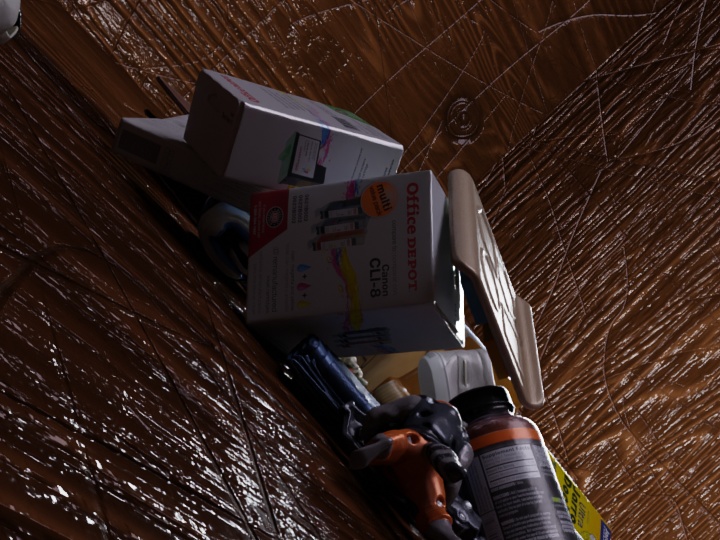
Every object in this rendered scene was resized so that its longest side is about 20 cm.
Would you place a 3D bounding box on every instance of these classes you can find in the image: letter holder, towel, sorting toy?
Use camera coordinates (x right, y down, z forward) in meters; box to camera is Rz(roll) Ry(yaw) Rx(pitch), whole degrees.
[{"bbox_3d":[-0.229,-0.148,1.369,0.200,0.100,0.142,48,1,27],"label":"letter holder"},{"bbox_3d":[0.004,0.149,0.970,0.200,0.048,0.112,48,0,-3],"label":"towel"},{"bbox_3d":[0.133,0.019,1.044,0.201,0.036,0.186,60,19,-30],"label":"sorting toy"}]

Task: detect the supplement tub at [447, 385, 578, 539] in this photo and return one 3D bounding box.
[{"bbox_3d":[0.141,0.216,0.980,0.107,0.106,0.202,49,22,-55],"label":"supplement tub"}]

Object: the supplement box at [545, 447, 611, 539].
[{"bbox_3d":[0.219,0.319,1.286,0.201,0.109,0.109,50,33,-17],"label":"supplement box"}]

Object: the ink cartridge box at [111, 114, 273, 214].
[{"bbox_3d":[-0.161,-0.125,1.182,0.198,0.045,0.176,25,15,11],"label":"ink cartridge box"}]

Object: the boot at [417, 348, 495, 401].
[{"bbox_3d":[0.131,0.195,1.215,0.073,0.094,0.203,172,-88,-72],"label":"boot"}]

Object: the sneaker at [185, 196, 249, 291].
[{"bbox_3d":[-0.115,0.003,1.159,0.201,0.080,0.147,52,6,-19],"label":"sneaker"}]

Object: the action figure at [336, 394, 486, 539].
[{"bbox_3d":[0.071,0.173,0.842,0.200,0.105,0.194,43,16,-3],"label":"action figure"}]

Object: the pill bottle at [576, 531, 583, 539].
[{"bbox_3d":[0.200,0.328,1.154,0.200,0.111,0.111,49,-1,-30],"label":"pill bottle"}]

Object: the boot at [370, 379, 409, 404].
[{"bbox_3d":[0.057,0.212,1.195,0.145,0.070,0.201,61,-6,12],"label":"boot"}]

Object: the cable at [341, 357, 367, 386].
[{"bbox_3d":[-0.053,0.086,1.287,0.097,0.050,0.200,50,0,-42],"label":"cable"}]

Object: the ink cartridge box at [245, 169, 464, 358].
[{"bbox_3d":[0.000,0.000,1.046,0.145,0.197,0.147,51,36,-63],"label":"ink cartridge box"}]

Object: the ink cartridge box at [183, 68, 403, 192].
[{"bbox_3d":[-0.076,-0.140,1.100,0.198,0.085,0.145,11,18,-31],"label":"ink cartridge box"}]

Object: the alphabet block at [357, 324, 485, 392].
[{"bbox_3d":[0.113,0.171,1.767,0.196,0.200,0.196,49,0,-11],"label":"alphabet block"}]

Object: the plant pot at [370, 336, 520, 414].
[{"bbox_3d":[0.136,0.204,1.498,0.201,0.183,0.200,48,0,1],"label":"plant pot"}]

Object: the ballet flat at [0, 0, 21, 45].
[{"bbox_3d":[-0.313,-0.224,0.837,0.069,0.068,0.200,57,-2,-12],"label":"ballet flat"}]
